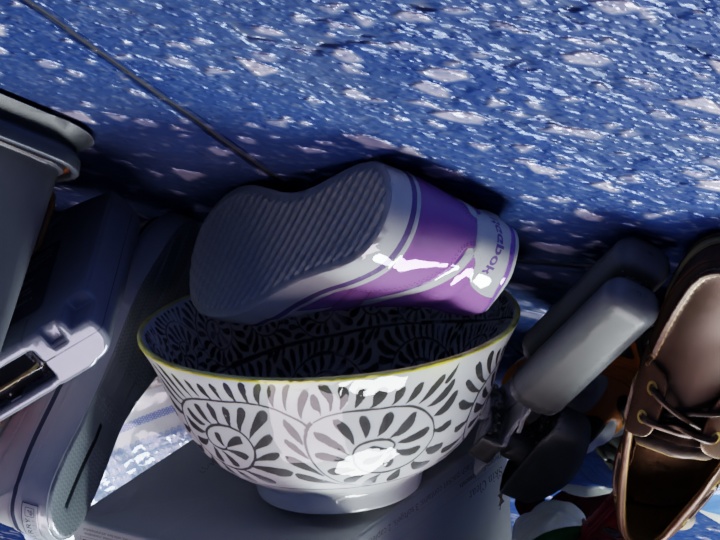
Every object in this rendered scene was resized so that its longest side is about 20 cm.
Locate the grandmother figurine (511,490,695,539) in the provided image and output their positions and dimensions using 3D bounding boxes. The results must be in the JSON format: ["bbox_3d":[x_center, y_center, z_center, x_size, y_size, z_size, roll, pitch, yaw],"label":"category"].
[{"bbox_3d":[0.151,0.154,1.841,0.121,0.061,0.200,-5,-170,29],"label":"grandmother figurine"}]

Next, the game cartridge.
[{"bbox_3d":[-0.203,0.038,1.544,0.200,0.133,0.041,-30,120,23],"label":"game cartridge"}]

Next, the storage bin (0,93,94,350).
[{"bbox_3d":[-0.237,-0.013,1.501,0.145,0.135,0.200,22,165,-35],"label":"storage bin"}]

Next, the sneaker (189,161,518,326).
[{"bbox_3d":[0.000,0.001,1.490,0.114,0.073,0.200,17,166,-34],"label":"sneaker"}]

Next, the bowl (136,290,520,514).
[{"bbox_3d":[-0.013,0.069,1.530,0.200,0.095,0.201,-4,-164,1],"label":"bowl"}]

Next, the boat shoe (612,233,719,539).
[{"bbox_3d":[0.170,0.066,1.459,0.072,0.068,0.200,22,137,8],"label":"boat shoe"}]

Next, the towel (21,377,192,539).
[{"bbox_3d":[-0.147,0.102,1.673,0.146,0.024,0.200,-24,125,7],"label":"towel"}]

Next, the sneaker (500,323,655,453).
[{"bbox_3d":[0.175,0.049,1.574,0.199,0.076,0.092,-11,-175,37],"label":"sneaker"}]

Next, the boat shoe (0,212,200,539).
[{"bbox_3d":[-0.151,0.048,1.560,0.067,0.200,0.074,13,148,23],"label":"boat shoe"}]

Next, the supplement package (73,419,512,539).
[{"bbox_3d":[-0.032,0.158,1.598,0.155,0.111,0.200,11,-153,33],"label":"supplement package"}]

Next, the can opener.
[{"bbox_3d":[0.110,0.051,1.512,0.066,0.053,0.200,23,143,-8],"label":"can opener"}]

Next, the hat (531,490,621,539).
[{"bbox_3d":[0.106,0.147,1.603,0.199,0.177,0.166,11,143,-28],"label":"hat"}]

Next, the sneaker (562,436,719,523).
[{"bbox_3d":[0.154,0.090,1.726,0.200,0.077,0.111,18,160,40],"label":"sneaker"}]
